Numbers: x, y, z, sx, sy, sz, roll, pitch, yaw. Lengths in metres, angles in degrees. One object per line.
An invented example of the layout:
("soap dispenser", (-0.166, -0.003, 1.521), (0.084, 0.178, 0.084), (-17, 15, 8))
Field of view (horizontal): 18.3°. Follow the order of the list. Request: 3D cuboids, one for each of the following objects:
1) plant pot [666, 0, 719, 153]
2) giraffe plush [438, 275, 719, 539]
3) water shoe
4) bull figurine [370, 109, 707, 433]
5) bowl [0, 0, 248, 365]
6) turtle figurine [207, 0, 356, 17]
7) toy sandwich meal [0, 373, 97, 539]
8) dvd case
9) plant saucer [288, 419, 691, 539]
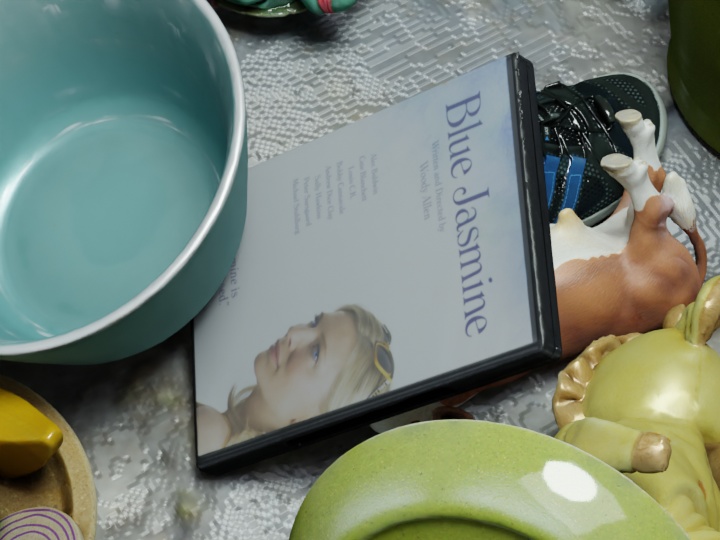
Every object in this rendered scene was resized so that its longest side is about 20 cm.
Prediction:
("plant pot", (0.232, -0.146, 1.095), (0.199, 0.193, 0.201), (3, 59, -5))
("giraffe plush", (0.127, 0.099, 0.969), (0.200, 0.172, 0.162), (55, 38, -14))
("water shoe", (0.073, -0.052, 1.091), (0.199, 0.079, 0.072), (-28, 67, -20))
("bull figurine", (0.076, 0.005, 1.050), (0.199, 0.122, 0.065), (-19, 32, -24))
("bowl", (-0.131, -0.037, 1.028), (0.200, 0.105, 0.202), (-7, 66, 15))
("turtle figurine", (-0.065, -0.177, 1.139), (0.199, 0.101, 0.150), (23, 51, 23))
("toy sandwich meal", (-0.213, 0.102, 0.961), (0.204, 0.070, 0.206), (-4, 53, 5))
("dvd case", (0.000, 0.000, 1.006), (0.199, 0.018, 0.143), (-21, 60, 34))
("plant saucer", (0.054, 0.155, 0.906), (0.199, 0.201, 0.031), (28, 34, 10))
